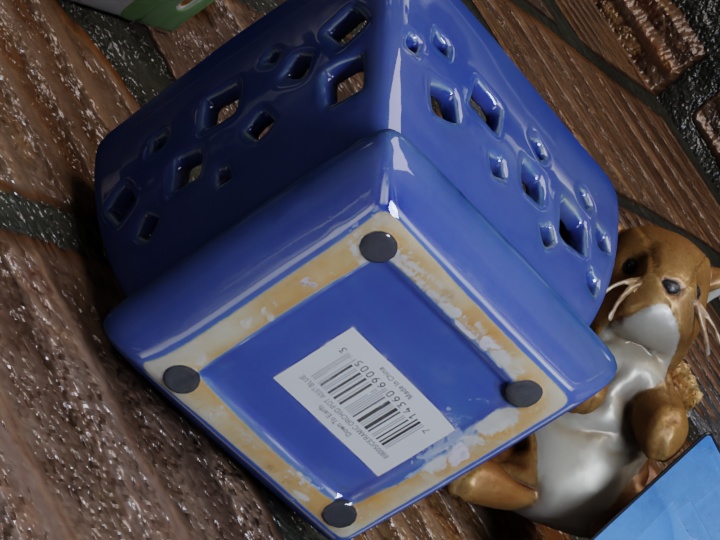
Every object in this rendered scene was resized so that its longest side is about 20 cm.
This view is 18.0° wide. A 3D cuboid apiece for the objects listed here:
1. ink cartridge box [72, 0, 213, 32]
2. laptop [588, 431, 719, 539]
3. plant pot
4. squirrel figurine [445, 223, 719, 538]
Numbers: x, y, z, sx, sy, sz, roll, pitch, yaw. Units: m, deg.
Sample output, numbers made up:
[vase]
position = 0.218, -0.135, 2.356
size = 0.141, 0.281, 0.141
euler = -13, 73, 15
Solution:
[ink cartridge box]
position = -0.128, -0.204, 1.322
size = 0.059, 0.104, 0.200
euler = 58, 16, 14
[laptop]
position = 0.190, 0.231, 1.243
size = 0.187, 0.116, 0.200
euler = 60, 12, -23
[plant pot]
position = 0.000, 0.000, 1.081
size = 0.200, 0.200, 0.180
euler = 45, 25, -28
[squirrel figurine]
position = 0.147, 0.063, 1.368
size = 0.141, 0.187, 0.200
euler = 20, 1, 3
